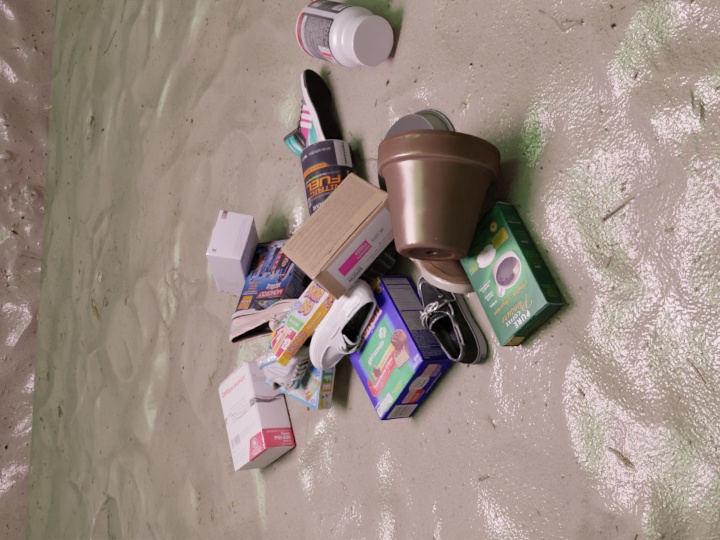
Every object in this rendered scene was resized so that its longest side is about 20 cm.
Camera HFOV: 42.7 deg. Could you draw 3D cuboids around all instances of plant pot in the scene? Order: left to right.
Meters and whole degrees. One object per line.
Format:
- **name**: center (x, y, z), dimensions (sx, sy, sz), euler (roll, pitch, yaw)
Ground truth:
- **plant pot**: center (0.120, -0.110, 1.472), dimensions (0.200, 0.199, 0.176), euler (-9, 73, 52)

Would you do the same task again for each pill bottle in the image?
- **pill bottle**: center (-0.053, -0.146, 1.801), dimensions (0.106, 0.106, 0.201), euler (-30, 64, 48)
- **pill bottle**: center (-0.032, -0.459, 1.791), dimensions (0.200, 0.115, 0.117), euler (31, 111, 50)

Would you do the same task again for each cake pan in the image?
- **cake pan**: center (0.097, -0.192, 1.662), dimensions (0.200, 0.037, 0.202), euler (-6, 83, 53)

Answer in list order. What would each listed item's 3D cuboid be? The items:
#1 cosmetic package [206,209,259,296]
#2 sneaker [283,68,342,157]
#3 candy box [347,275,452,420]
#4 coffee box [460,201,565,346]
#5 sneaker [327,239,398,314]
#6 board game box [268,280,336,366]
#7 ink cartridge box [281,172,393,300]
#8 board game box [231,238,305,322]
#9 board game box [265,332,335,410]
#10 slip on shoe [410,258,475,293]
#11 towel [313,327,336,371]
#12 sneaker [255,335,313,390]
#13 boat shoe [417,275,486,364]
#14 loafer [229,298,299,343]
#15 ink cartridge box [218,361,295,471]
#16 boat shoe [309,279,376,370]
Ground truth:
- **cosmetic package**: center (-0.273, -0.034, 2.005), dimensions (0.200, 0.081, 0.113), euler (94, -172, -67)
- **sneaker**: center (-0.111, -0.308, 1.919), dimensions (0.121, 0.083, 0.201), euler (-31, 63, 37)
- **candy box**: center (0.060, 0.136, 1.649), dimensions (0.169, 0.077, 0.201), euler (-59, 43, 35)
- **coffee box**: center (0.232, 0.007, 1.457), dimensions (0.123, 0.044, 0.201), euler (-51, 49, 37)
- **sneaker**: center (0.000, 0.000, 1.750), dimensions (0.200, 0.075, 0.116), euler (-52, 6, 5)
- **board game box**: center (-0.096, 0.075, 1.701), dimensions (0.200, 0.030, 0.096), euler (-50, 26, 9)
- **ink cartridge box**: center (-0.029, -0.065, 1.653), dimensions (0.200, 0.075, 0.165), euler (-47, 33, -2)
- **board game box**: center (-0.182, 0.035, 1.927), dimensions (0.199, 0.062, 0.201), euler (-5, 57, 52)
- **board game box**: center (-0.121, 0.188, 1.851), dimensions (0.200, 0.034, 0.135), euler (15, 101, 52)
- **slip on shoe**: center (0.133, -0.028, 1.569), dimensions (0.200, 0.076, 0.061), euler (-130, 43, -52)
- **towel**: center (-0.120, 0.143, 1.915), dimensions (0.200, 0.048, 0.172), euler (-9, 79, 53)
- **sneaker**: center (-0.124, 0.183, 1.782), dimensions (0.200, 0.075, 0.087), euler (-30, 79, 51)
- **boat shoe**: center (0.137, 0.079, 1.557), dimensions (0.074, 0.068, 0.200), euler (-53, 47, 35)
- **loafer**: center (-0.176, 0.108, 1.837), dimensions (0.199, 0.072, 0.063), euler (-12, 47, 29)
- **ink cartridge box**: center (-0.231, 0.318, 2.017), dimensions (0.146, 0.084, 0.201), euler (-41, 57, 43)
- **boat shoe**: center (-0.027, 0.112, 1.658), dimensions (0.201, 0.072, 0.069), euler (-58, 43, 23)
